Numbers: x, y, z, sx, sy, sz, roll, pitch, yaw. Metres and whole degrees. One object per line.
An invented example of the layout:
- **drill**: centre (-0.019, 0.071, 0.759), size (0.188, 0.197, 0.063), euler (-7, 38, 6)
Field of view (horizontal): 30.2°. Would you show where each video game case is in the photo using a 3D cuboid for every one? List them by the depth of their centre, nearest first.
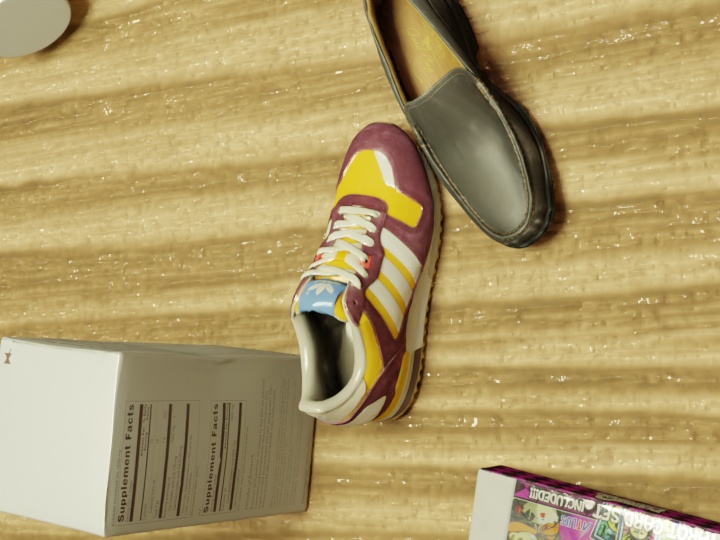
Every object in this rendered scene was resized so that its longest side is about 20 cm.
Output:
- **video game case**: centre (0.146, 0.225, 0.780), size (0.198, 0.036, 0.184), euler (11, 94, 35)

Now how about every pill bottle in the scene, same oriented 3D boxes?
- **pill bottle**: centre (-0.308, -0.279, 1.096), size (0.112, 0.112, 0.201), euler (-37, 67, 27)

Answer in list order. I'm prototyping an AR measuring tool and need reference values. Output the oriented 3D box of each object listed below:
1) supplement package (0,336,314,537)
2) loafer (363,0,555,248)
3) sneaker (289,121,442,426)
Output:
- **supplement package**: centre (-0.133, 0.105, 0.887), size (0.113, 0.199, 0.111), euler (4, 88, 35)
- **loafer**: centre (0.055, -0.102, 0.849), size (0.073, 0.072, 0.201), euler (-39, 66, 25)
- **sneaker**: centre (0.000, 0.000, 0.868), size (0.074, 0.090, 0.203), euler (-1, 86, 35)
